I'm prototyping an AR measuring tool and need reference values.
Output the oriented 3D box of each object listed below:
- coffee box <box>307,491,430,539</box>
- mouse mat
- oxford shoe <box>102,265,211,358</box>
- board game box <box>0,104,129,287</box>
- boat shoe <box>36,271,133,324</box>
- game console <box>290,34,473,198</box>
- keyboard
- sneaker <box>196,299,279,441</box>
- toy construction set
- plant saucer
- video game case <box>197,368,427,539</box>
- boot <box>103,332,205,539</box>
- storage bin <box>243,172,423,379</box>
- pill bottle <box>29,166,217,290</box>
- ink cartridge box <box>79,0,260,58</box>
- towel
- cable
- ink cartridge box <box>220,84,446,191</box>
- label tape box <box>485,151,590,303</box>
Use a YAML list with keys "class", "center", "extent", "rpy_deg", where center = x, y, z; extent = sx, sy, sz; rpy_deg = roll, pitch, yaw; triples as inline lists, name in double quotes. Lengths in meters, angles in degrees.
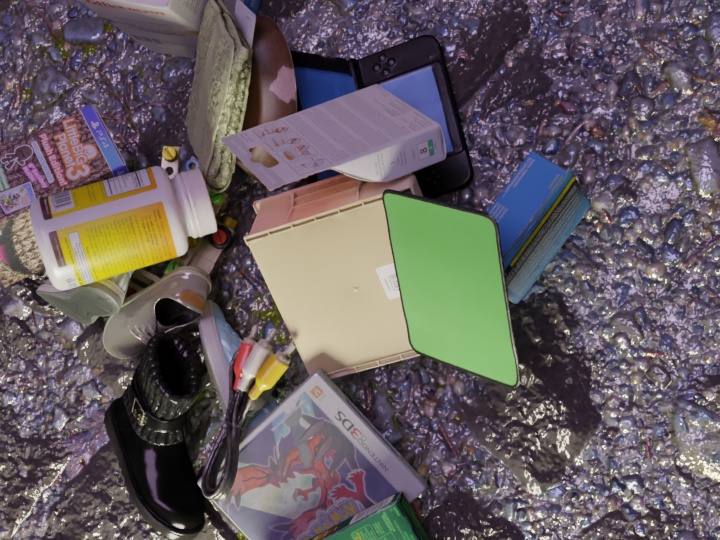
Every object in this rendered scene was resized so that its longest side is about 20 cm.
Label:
- class: "coffee box"
  center: [-0.011, 0.345, 1.351]
  extent: [0.200, 0.044, 0.123]
  rpy_deg: [-31, 92, 12]
- class: "mouse mat"
  center: [0.092, 0.018, 1.235]
  extent: [0.161, 0.008, 0.201]
  rpy_deg: [18, 130, 45]
- class: "oxford shoe"
  center: [-0.253, 0.062, 1.470]
  extent: [0.200, 0.075, 0.058]
  rpy_deg: [-34, 40, 37]
- class: "board game box"
  center: [-0.386, -0.089, 1.498]
  extent: [0.199, 0.160, 0.097]
  rpy_deg: [-27, 70, -11]
- class: "boat shoe"
  center: [-0.342, 0.019, 1.513]
  extent: [0.202, 0.074, 0.065]
  rpy_deg: [-12, 44, 56]
- class: "game console"
  center: [0.021, -0.180, 1.422]
  extent: [0.172, 0.119, 0.201]
  rpy_deg: [-18, 74, 17]
- class: "keyboard"
  center: [-0.150, -0.218, 1.442]
  extent: [0.056, 0.011, 0.201]
  rpy_deg: [-124, 39, -52]
- class: "sneaker"
  center: [-0.139, 0.119, 1.460]
  extent: [0.082, 0.074, 0.201]
  rpy_deg: [-17, 66, -15]
- class: "toy construction set"
  center: [-0.230, -0.042, 1.501]
  extent: [0.131, 0.092, 0.201]
  rpy_deg: [29, 98, 0]
- class: "plant saucer"
  center: [-0.133, -0.205, 1.458]
  extent: [0.037, 0.200, 0.201]
  rpy_deg: [-5, 73, -26]
- class: "video game case"
  center: [-0.056, 0.243, 1.376]
  extent: [0.200, 0.023, 0.182]
  rpy_deg: [-43, 90, 13]
- class: "boot"
  center: [-0.222, 0.196, 1.425]
  extent: [0.158, 0.079, 0.211]
  rpy_deg: [-49, 64, 35]
- class: "storage bin"
  center: [0.000, 0.000, 1.351]
  extent: [0.198, 0.094, 0.201]
  rpy_deg: [-16, 114, 16]
- class: "pill bottle"
  center: [-0.272, -0.055, 1.401]
  extent: [0.199, 0.109, 0.110]
  rpy_deg: [-17, 73, -10]
- class: "ink cartridge box"
  center: [-0.233, -0.364, 1.507]
  extent: [0.147, 0.200, 0.145]
  rpy_deg: [13, 84, 22]
- class: "towel"
  center: [-0.171, -0.209, 1.434]
  extent: [0.149, 0.036, 0.201]
  rpy_deg: [-118, 34, -48]
- class: "cable"
  center: [-0.144, 0.155, 1.367]
  extent: [0.097, 0.050, 0.201]
  rpy_deg: [20, 78, 45]
- class: "ink cartridge box"
  center: [-0.031, -0.132, 1.311]
  extent: [0.199, 0.050, 0.161]
  rpy_deg: [-24, 33, -15]
- class: "label tape box"
  center: [0.171, -0.048, 1.294]
  extent: [0.063, 0.200, 0.144]
  rpy_deg: [37, 93, 19]
